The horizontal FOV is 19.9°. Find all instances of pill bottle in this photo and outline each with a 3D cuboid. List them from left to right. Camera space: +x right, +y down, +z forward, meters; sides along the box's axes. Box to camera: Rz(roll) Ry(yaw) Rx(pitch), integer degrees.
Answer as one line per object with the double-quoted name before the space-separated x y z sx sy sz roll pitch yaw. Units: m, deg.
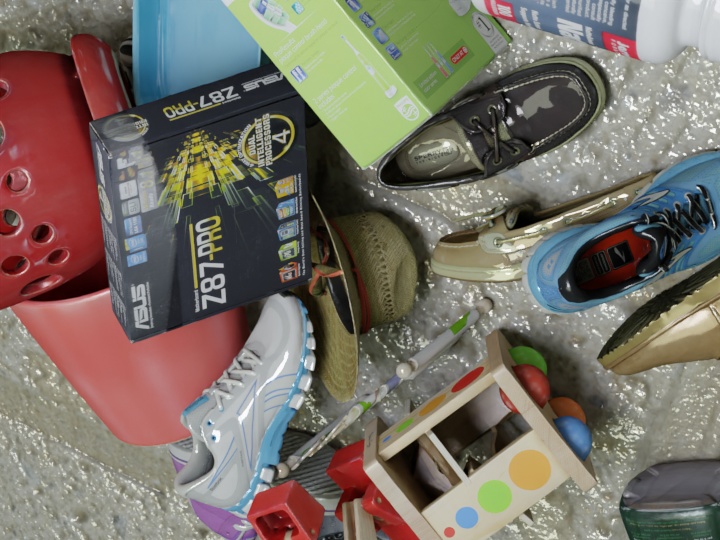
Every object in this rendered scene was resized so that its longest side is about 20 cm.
"pill bottle" 0.186 -0.210 1.424 0.200 0.120 0.120 20 126 20

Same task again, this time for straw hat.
"straw hat" 0.000 0.000 1.672 0.201 0.085 0.202 165 90 -73

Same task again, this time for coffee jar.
"coffee jar" 0.284 0.257 1.666 0.104 0.085 0.200 -6 113 29

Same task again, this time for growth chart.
"growth chart" 0.015 0.103 1.698 0.018 0.145 0.200 51 132 3

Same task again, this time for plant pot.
"plant pot" -0.259 -0.086 1.635 0.182 0.200 0.201 -21 109 -1
"plant pot" -0.184 0.040 1.757 0.200 0.201 0.178 -3 125 32

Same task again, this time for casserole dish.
"casserole dish" -0.121 -0.198 1.614 0.121 0.039 0.201 -6 80 28

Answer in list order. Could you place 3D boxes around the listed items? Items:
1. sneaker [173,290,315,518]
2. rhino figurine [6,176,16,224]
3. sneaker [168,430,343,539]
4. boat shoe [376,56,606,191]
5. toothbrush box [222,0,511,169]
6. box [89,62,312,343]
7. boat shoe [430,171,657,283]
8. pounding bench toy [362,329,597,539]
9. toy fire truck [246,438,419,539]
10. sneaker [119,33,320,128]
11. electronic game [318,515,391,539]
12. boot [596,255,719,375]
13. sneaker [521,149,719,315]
"sneaker" -0.101 0.109 1.701 0.075 0.087 0.200 32 107 59
"rhino figurine" -0.394 -0.066 1.890 0.200 0.060 0.088 -8 123 37
"sneaker" -0.081 0.205 1.867 0.200 0.073 0.115 15 128 35
"boat shoe" 0.098 -0.102 1.575 0.200 0.065 0.073 -26 101 37
"toothbrush box" -0.004 -0.199 1.526 0.200 0.146 0.086 50 130 -6
"box" -0.119 -0.051 1.575 0.200 0.161 0.049 90 155 -43
"boat shoe" 0.146 -0.034 1.590 0.200 0.073 0.063 -9 106 22
"pounding bench toy" 0.102 0.135 1.686 0.156 0.200 0.124 -37 99 8
"toy fire truck" 0.004 0.221 1.730 0.049 0.141 0.200 -25 117 38
"sneaker" -0.107 -0.126 1.687 0.200 0.075 0.116 22 132 30
"electronic game" 0.013 0.302 1.880 0.200 0.042 0.200 9 116 20
"boot" 0.302 0.095 1.574 0.200 0.066 0.175 49 130 -5
"sneaker" 0.219 -0.021 1.489 0.200 0.090 0.078 -30 99 -6
